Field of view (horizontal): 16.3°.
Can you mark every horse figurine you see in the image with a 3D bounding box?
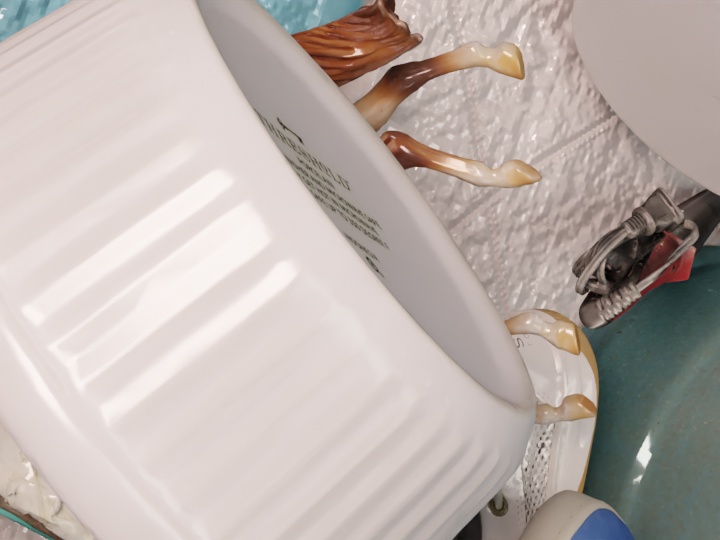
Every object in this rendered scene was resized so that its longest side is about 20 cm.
[{"bbox_3d":[0.000,0.000,0.822,0.050,0.132,0.201,-84,163,-62],"label":"horse figurine"}]

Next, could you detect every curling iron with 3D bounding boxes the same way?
[{"bbox_3d":[0.112,-0.010,0.902,0.050,0.026,0.200,-44,172,17],"label":"curling iron"}]

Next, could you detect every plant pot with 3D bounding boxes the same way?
[{"bbox_3d":[0.193,0.107,0.954,0.200,0.196,0.201,-12,109,-40],"label":"plant pot"}]

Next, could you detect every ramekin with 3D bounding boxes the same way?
[{"bbox_3d":[-0.034,0.005,0.696,0.094,0.203,0.202,-37,131,11],"label":"ramekin"}]

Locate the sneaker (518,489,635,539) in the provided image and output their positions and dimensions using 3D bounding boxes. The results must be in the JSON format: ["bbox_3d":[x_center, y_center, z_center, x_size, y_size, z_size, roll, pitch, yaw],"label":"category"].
[{"bbox_3d":[0.118,0.158,0.856,0.077,0.111,0.201,-51,140,-33],"label":"sneaker"}]

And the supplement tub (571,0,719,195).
[{"bbox_3d":[0.182,-0.132,0.913,0.200,0.144,0.145,-51,130,-21],"label":"supplement tub"}]

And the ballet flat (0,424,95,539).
[{"bbox_3d":[-0.039,0.091,0.803,0.200,0.072,0.072,41,74,-33],"label":"ballet flat"}]

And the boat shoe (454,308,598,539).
[{"bbox_3d":[0.033,0.113,0.901,0.069,0.071,0.201,0,98,-36],"label":"boat shoe"}]
